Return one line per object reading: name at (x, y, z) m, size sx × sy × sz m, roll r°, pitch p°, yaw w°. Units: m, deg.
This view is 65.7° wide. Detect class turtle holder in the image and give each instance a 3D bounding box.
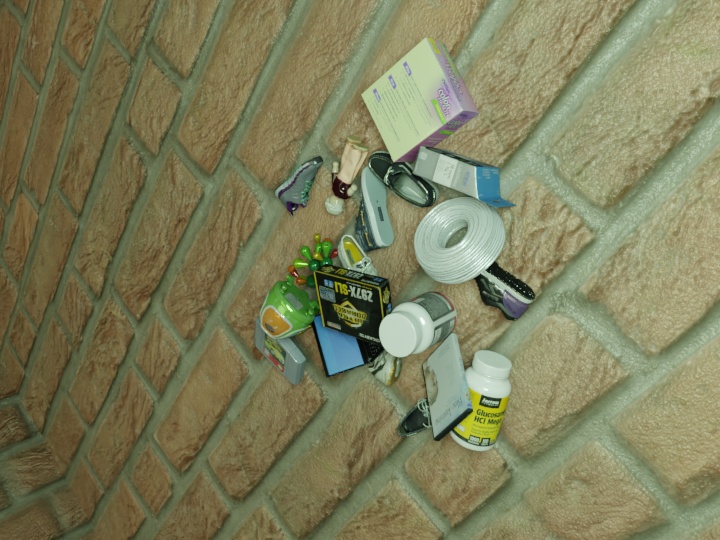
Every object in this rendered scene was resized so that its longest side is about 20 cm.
turtle holder at (-0.195, 0.097, 1.455) m, size 0.140 × 0.186 × 0.132 m, roll 38°, pitch 104°, yaw -26°

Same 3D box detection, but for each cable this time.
cable at (0.209, -0.070, 1.201) m, size 0.198 × 0.069 × 0.203 m, roll -30°, pitch 42°, yaw 22°

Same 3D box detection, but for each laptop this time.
laptop at (-0.021, 0.141, 1.402) m, size 0.200 × 0.102 × 0.180 m, roll -49°, pitch 49°, yaw 39°

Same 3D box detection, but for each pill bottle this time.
pill bottle at (0.273, 0.290, 1.254) m, size 0.111 × 0.112 × 0.204 m, roll 21°, pitch 110°, yaw 30°
pill bottle at (0.132, 0.121, 1.267) m, size 0.114 × 0.199 × 0.119 m, roll 7°, pitch 102°, yaw 33°

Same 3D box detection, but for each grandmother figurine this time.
grandmother figurine at (-0.039, -0.229, 1.411) m, size 0.203 × 0.059 × 0.122 m, roll -66°, pitch 31°, yaw 29°

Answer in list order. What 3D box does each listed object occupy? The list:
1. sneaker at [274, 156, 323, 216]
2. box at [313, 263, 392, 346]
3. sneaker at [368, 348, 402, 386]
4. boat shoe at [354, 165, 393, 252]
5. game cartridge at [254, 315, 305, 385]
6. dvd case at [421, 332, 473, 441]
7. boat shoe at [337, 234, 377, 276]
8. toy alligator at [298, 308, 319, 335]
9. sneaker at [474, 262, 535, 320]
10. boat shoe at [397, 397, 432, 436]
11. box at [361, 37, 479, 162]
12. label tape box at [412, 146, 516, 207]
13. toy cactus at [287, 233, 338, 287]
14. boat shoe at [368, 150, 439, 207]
sneaker at (-0.147, -0.224, 1.486) m, size 0.199 × 0.074 × 0.089 m, roll -32°, pitch 91°, yaw 46°
box at (-0.014, 0.081, 1.325) m, size 0.197 × 0.049 × 0.163 m, roll 14°, pitch 123°, yaw 36°
sneaker at (0.068, 0.190, 1.401) m, size 0.087 × 0.075 × 0.204 m, roll 26°, pitch 112°, yaw 28°
boat shoe at (0.017, -0.148, 1.377) m, size 0.090 × 0.070 × 0.205 m, roll -16°, pitch 83°, yaw 47°
game cartridge at (-0.239, 0.228, 1.621) m, size 0.199 × 0.041 × 0.135 m, roll 40°, pitch 137°, yaw 23°
dvd case at (0.194, 0.265, 1.276) m, size 0.143 × 0.017 × 0.203 m, roll -55°, pitch 28°, yaw 40°
boat shoe at (0.004, -0.003, 1.360) m, size 0.086 × 0.073 × 0.205 m, roll 100°, pitch 148°, yaw -65°
toy alligator at (-0.194, 0.159, 1.591) m, size 0.199 × 0.054 × 0.060 m, roll -34°, pitch 79°, yaw 34°
sneaker at (0.278, 0.031, 1.228) m, size 0.200 × 0.075 × 0.088 m, roll 42°, pitch 125°, yaw 21°
boat shoe at (0.165, 0.349, 1.371) m, size 0.199 × 0.061 × 0.076 m, roll -39°, pitch 75°, yaw 33°
box at (0.130, -0.371, 1.240) m, size 0.199 × 0.096 × 0.179 m, roll -31°, pitch 81°, yaw 36°
label tape box at (0.229, -0.199, 1.174) m, size 0.198 × 0.143 × 0.065 m, roll 27°, pitch 111°, yaw 27°
toy cactus at (-0.105, 0.005, 1.479) m, size 0.200 × 0.102 × 0.166 m, roll -43°, pitch 78°, yaw 37°
boat shoe at (0.092, -0.215, 1.302) m, size 0.198 × 0.060 × 0.077 m, roll 31°, pitch 123°, yaw 19°
